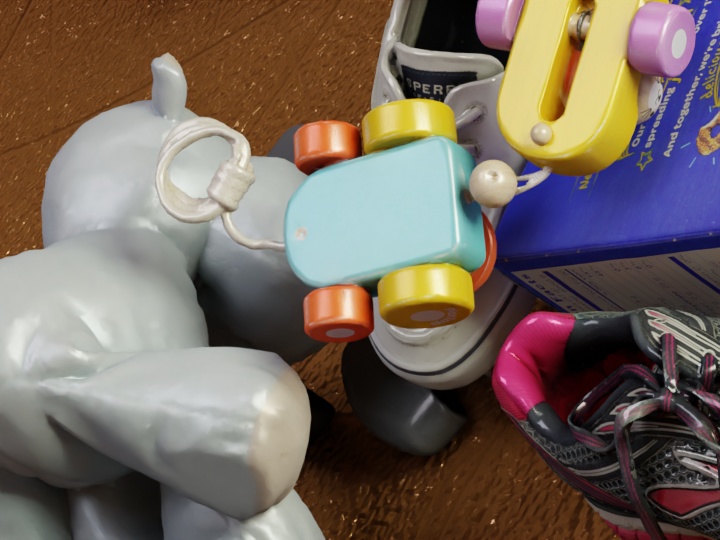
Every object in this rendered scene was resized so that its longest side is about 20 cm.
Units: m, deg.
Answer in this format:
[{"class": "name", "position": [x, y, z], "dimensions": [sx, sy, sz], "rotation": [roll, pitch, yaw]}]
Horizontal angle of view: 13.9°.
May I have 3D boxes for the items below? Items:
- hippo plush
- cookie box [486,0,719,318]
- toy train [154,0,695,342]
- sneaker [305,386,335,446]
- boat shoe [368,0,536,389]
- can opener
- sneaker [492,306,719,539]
[{"class": "hippo plush", "position": [-0.085, 0.026, 1.041], "dimensions": [0.160, 0.199, 0.161], "rotation": [111, -178, -45]}, {"class": "cookie box", "position": [0.153, -0.064, 0.935], "dimensions": [0.200, 0.075, 0.172], "rotation": [-7, 53, 56]}, {"class": "toy train", "position": [0.032, -0.070, 0.953], "dimensions": [0.200, 0.056, 0.150], "rotation": [-51, 57, 8]}, {"class": "sneaker", "position": [-0.079, 0.067, 1.174], "dimensions": [0.104, 0.060, 0.200], "rotation": [-53, 21, -2]}, {"class": "boat shoe", "position": [0.036, -0.061, 1.007], "dimensions": [0.072, 0.066, 0.201], "rotation": [16, 89, 25]}, {"class": "can opener", "position": [0.000, 0.000, 1.129], "dimensions": [0.067, 0.053, 0.200], "rotation": [-49, 26, 9]}, {"class": "sneaker", "position": [0.113, 0.050, 0.863], "dimensions": [0.200, 0.075, 0.081], "rotation": [-3, 54, 56]}]
